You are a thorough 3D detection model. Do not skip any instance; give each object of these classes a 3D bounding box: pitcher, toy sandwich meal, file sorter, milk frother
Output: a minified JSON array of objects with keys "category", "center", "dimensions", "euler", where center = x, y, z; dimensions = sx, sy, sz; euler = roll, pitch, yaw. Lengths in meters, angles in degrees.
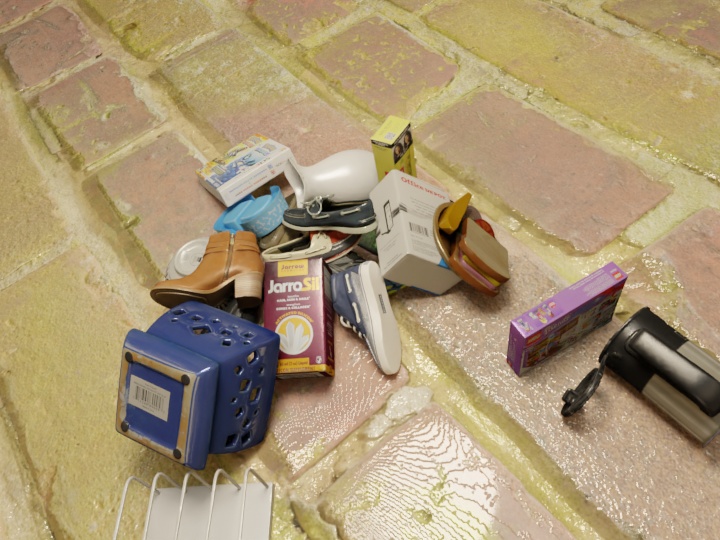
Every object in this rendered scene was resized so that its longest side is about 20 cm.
[{"category":"pitcher","center":[-0.043,-0.160,1.191],"dimensions":[0.199,0.121,0.173],"euler":[-10,91,-20]},{"category":"toy sandwich meal","center":[0.210,-0.052,1.035],"dimensions":[0.070,0.204,0.206],"euler":[-39,39,40]},{"category":"file sorter","center":[-0.244,0.375,0.848],"dimensions":[0.199,0.125,0.139],"euler":[-6,53,7]},{"category":"milk frother","center":[0.435,0.189,0.859],"dimensions":[0.188,0.180,0.201],"euler":[44,115,33]}]

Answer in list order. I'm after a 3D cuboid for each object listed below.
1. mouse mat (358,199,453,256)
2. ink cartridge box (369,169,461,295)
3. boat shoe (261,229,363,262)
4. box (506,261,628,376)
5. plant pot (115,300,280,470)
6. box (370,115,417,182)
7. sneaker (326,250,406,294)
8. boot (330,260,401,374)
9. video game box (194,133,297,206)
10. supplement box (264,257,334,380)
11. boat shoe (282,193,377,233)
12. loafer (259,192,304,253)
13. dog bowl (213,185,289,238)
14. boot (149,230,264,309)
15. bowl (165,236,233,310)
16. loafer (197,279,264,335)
[{"category":"mouse mat","center":[0.082,-0.107,1.200],"dimensions":[0.160,0.008,0.200],"euler":[29,64,27]},{"category":"ink cartridge box","center":[0.105,-0.072,1.076],"dimensions":[0.145,0.084,0.201],"euler":[18,48,-31]},{"category":"boat shoe","center":[-0.091,-0.047,1.105],"dimensions":[0.199,0.063,0.071],"euler":[-25,30,-2]},{"category":"box","center":[0.332,0.082,0.936],"dimensions":[0.199,0.137,0.039],"euler":[-28,55,-10]},{"category":"plant pot","center":[-0.264,0.181,0.906],"dimensions":[0.199,0.201,0.180],"euler":[17,15,22]},{"category":"box","center":[0.072,-0.203,1.142],"dimensions":[0.050,0.200,0.075],"euler":[24,61,26]},{"category":"sneaker","center":[0.000,0.000,1.099],"dimensions":[0.198,0.071,0.083],"euler":[3,62,16]},{"category":"boot","center":[0.008,0.090,1.022],"dimensions":[0.090,0.073,0.201],"euler":[-18,78,29]},{"category":"video game box","center":[-0.262,-0.232,1.293],"dimensions":[0.182,0.047,0.200],"euler":[-34,35,-16]},{"category":"supplement box","center":[-0.108,0.086,1.015],"dimensions":[0.110,0.086,0.201],"euler":[-5,73,7]},{"category":"boat shoe","center":[-0.063,-0.109,1.075],"dimensions":[0.199,0.062,0.075],"euler":[8,32,31]},{"category":"loafer","center":[-0.154,-0.093,1.199],"dimensions":[0.076,0.068,0.201],"euler":[-21,32,31]},{"category":"dog bowl","center":[-0.222,-0.111,1.183],"dimensions":[0.199,0.050,0.112],"euler":[-7,41,47]},{"category":"boot","center":[-0.277,-0.008,1.051],"dimensions":[0.199,0.077,0.156],"euler":[-4,56,-10]},{"category":"bowl","center":[-0.313,-0.002,1.148],"dimensions":[0.199,0.094,0.202],"euler":[-5,54,7]},{"category":"loafer","center":[-0.226,0.092,1.085],"dimensions":[0.070,0.068,0.201],"euler":[33,69,16]}]
